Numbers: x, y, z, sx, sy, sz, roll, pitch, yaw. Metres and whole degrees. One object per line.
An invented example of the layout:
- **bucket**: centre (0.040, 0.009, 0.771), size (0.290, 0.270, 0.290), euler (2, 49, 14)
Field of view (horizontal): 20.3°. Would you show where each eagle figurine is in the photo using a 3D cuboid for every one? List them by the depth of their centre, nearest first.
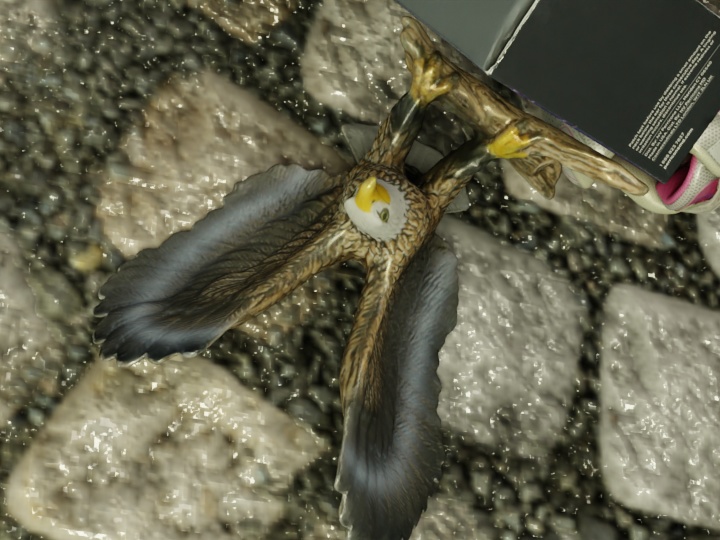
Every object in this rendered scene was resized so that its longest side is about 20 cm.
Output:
- **eagle figurine**: centre (-0.003, -0.003, 0.859), size (0.151, 0.151, 0.201), euler (29, 82, 41)

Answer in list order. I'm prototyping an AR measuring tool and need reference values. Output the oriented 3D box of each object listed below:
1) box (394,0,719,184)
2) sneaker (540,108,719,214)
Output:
- **box**: centre (0.057, -0.137, 0.881), size (0.141, 0.079, 0.200), euler (28, 12, -47)
- **sneaker**: centre (0.172, -0.066, 0.983), size (0.199, 0.081, 0.089), euler (4, 63, -12)
